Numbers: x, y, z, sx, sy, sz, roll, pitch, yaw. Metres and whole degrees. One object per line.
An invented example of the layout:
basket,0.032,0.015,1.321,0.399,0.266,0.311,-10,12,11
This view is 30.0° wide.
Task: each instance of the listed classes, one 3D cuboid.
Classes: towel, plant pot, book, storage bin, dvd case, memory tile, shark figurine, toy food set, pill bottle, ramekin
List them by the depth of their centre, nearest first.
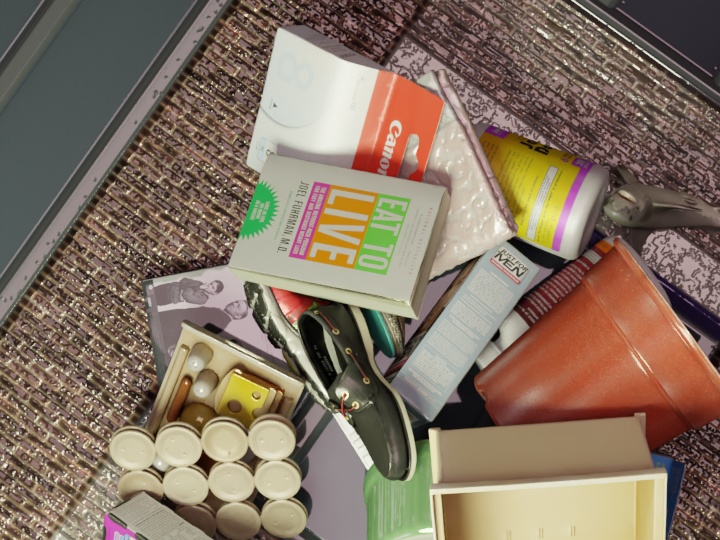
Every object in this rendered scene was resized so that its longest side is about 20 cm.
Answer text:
storage bin,0.165,0.237,1.203,0.197,0.094,0.201,-5,121,3
plant pot,0.226,0.106,1.285,0.194,0.201,0.202,-36,87,9
ramekin,0.097,0.265,1.360,0.197,0.201,0.098,6,50,1
book,-0.020,-0.038,1.365,0.198,0.048,0.135,11,70,18
memory tile,-0.158,0.221,1.407,0.197,0.017,0.155,-5,117,6
towel,0.053,-0.087,1.413,0.199,0.032,0.193,-27,85,43
toy food set,-0.156,0.165,1.415,0.142,0.060,0.202,25,115,1
pill bottle,0.221,0.063,1.422,0.199,0.113,0.113,-36,87,-2
pill bottle,0.156,-0.093,1.427,0.198,0.104,0.105,22,87,15
shark figurine,0.340,-0.044,1.459,0.212,0.128,0.090,14,113,-16
dvd case,-0.131,0.067,1.468,0.197,0.025,0.152,-10,86,2

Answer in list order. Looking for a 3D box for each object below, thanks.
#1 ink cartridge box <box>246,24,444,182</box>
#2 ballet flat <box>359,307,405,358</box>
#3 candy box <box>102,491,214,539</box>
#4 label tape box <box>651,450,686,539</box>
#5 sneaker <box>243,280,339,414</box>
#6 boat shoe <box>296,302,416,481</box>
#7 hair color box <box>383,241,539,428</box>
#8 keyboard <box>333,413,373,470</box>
ink cartridge box,-0.021,-0.143,1.400,0.199,0.047,0.162,32,120,28
ballet flat,0.000,0.000,1.416,0.075,0.068,0.200,-34,69,-23
candy box,-0.178,0.336,1.371,0.199,0.061,0.138,28,123,29
label tape box,0.263,0.249,1.367,0.063,0.200,0.146,14,87,1
sneaker,-0.055,0.054,1.427,0.085,0.077,0.201,-34,89,-19
boat shoe,-0.005,0.122,1.329,0.062,0.074,0.203,-8,58,-31
hair color box,0.097,0.066,1.407,0.060,0.099,0.201,38,74,-2
keyboard,0.015,0.177,1.469,0.056,0.011,0.201,-32,87,-1
